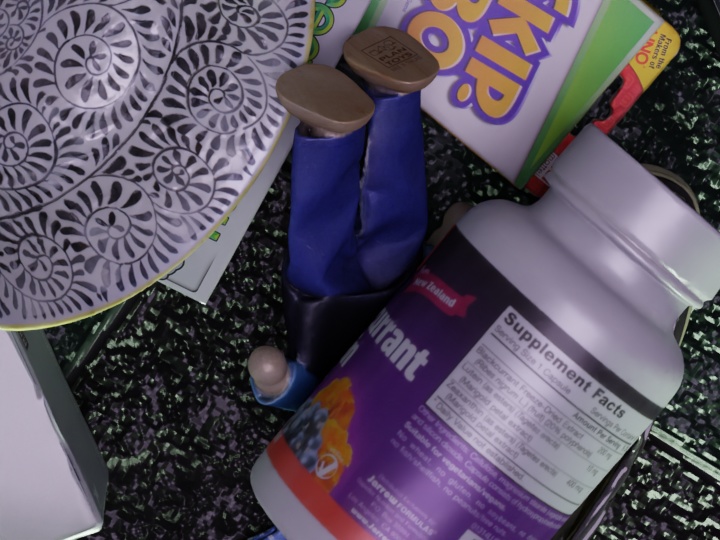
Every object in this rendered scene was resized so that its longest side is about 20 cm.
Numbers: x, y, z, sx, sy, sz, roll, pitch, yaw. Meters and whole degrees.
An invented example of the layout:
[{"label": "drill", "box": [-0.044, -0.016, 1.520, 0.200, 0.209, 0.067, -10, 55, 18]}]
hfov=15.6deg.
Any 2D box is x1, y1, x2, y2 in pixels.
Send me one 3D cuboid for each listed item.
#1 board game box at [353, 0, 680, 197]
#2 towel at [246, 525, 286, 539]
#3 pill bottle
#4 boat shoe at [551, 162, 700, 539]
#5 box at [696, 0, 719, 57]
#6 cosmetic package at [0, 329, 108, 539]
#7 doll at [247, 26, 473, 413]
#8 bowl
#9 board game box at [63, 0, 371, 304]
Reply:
[{"label": "board game box", "box": [0.035, -0.121, 1.099, 0.200, 0.030, 0.096, 38, 100, -15]}, {"label": "towel", "box": [-0.076, 0.219, 1.184, 0.200, 0.024, 0.145, -34, 106, 5]}, {"label": "pill bottle", "box": [0.058, 0.043, 1.050, 0.111, 0.111, 0.200, 39, 95, -13]}, {"label": "boat shoe", "box": [0.099, 0.055, 1.130, 0.071, 0.066, 0.202, 20, 103, -10]}, {"label": "box", "box": [0.230, -0.084, 1.097, 0.141, 0.079, 0.201, -23, 106, 5]}, {"label": "cosmetic package", "box": [-0.215, 0.088, 1.106, 0.199, 0.090, 0.107, -21, 104, -1]}, {"label": "doll", "box": [0.000, 0.000, 1.087, 0.136, 0.048, 0.201, -32, 140, -38]}, {"label": "bowl", "box": [-0.122, -0.087, 0.993, 0.200, 0.094, 0.201, -28, 138, -29]}, {"label": "board game box", "box": [-0.074, -0.099, 1.073, 0.126, 0.035, 0.201, 26, 111, -9]}]
